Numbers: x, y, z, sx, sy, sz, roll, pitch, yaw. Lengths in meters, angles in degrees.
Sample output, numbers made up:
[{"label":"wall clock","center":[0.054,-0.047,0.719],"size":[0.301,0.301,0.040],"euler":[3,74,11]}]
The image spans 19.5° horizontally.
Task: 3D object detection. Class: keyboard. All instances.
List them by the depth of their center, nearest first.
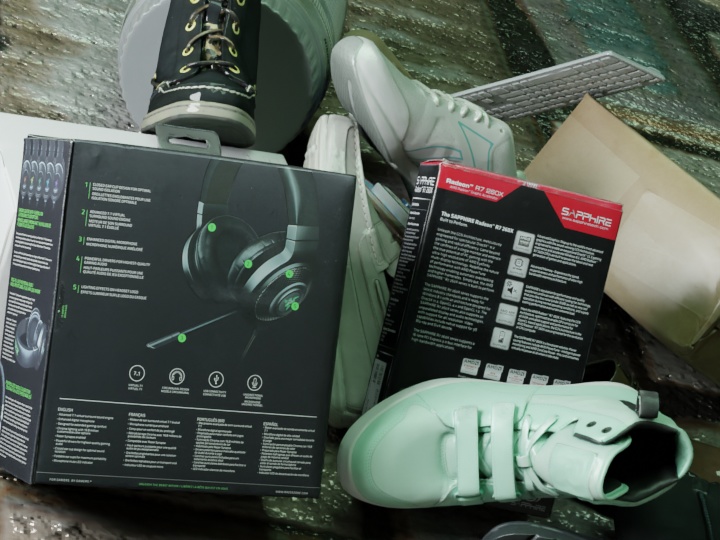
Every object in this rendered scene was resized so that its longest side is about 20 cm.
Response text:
[{"label":"keyboard","center":[0.131,-0.129,1.515],"size":[0.056,0.011,0.200],"euler":[13,-14,-35]}]

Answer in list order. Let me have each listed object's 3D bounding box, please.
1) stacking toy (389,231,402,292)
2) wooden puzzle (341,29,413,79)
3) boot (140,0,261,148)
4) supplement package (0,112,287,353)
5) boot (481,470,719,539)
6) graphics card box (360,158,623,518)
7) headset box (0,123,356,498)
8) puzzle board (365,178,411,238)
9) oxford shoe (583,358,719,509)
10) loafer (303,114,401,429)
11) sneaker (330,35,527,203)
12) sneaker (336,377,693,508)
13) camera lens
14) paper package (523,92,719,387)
[{"label":"stacking toy","center":[-0.070,-0.028,1.436],"size":[0.200,0.086,0.085],"euler":[29,29,21]},{"label":"wooden puzzle","center":[0.049,-0.091,1.580],"size":[0.200,0.046,0.185],"euler":[46,11,-8]},{"label":"boot","center":[-0.099,-0.159,1.382],"size":[0.073,0.154,0.204],"euler":[8,1,-6]},{"label":"supplement package","center":[-0.141,-0.007,1.302],"size":[0.199,0.120,0.121],"euler":[8,31,-23]},{"label":"boot","center":[0.165,0.169,1.261],"size":[0.198,0.074,0.163],"euler":[22,28,-3]},{"label":"graphics card box","center":[0.077,0.042,1.291],"size":[0.125,0.201,0.051],"euler":[13,-1,-16]},{"label":"headset box","center":[-0.106,0.019,1.179],"size":[0.174,0.201,0.093],"euler":[5,2,-26]},{"label":"puzzle board","center":[0.076,0.007,1.459],"size":[0.200,0.017,0.151],"euler":[48,6,40]},{"label":"oxford shoe","center":[0.169,0.106,1.361],"size":[0.199,0.085,0.073],"euler":[17,27,-13]},{"label":"loafer","center":[0.000,0.000,1.334],"size":[0.070,0.201,0.070],"euler":[-4,-3,-10]},{"label":"sneaker","center":[0.049,-0.089,1.364],"size":[0.200,0.080,0.070],"euler":[51,0,-39]},{"label":"sneaker","center":[0.091,0.103,1.212],"size":[0.200,0.074,0.118],"euler":[-8,8,-13]},{"label":"camera lens","center":[-0.095,-0.184,1.597],"size":[0.159,0.160,0.200],"euler":[19,28,-4]},{"label":"paper package","center":[0.227,-0.009,1.512],"size":[0.200,0.104,0.191],"euler":[43,6,34]}]
